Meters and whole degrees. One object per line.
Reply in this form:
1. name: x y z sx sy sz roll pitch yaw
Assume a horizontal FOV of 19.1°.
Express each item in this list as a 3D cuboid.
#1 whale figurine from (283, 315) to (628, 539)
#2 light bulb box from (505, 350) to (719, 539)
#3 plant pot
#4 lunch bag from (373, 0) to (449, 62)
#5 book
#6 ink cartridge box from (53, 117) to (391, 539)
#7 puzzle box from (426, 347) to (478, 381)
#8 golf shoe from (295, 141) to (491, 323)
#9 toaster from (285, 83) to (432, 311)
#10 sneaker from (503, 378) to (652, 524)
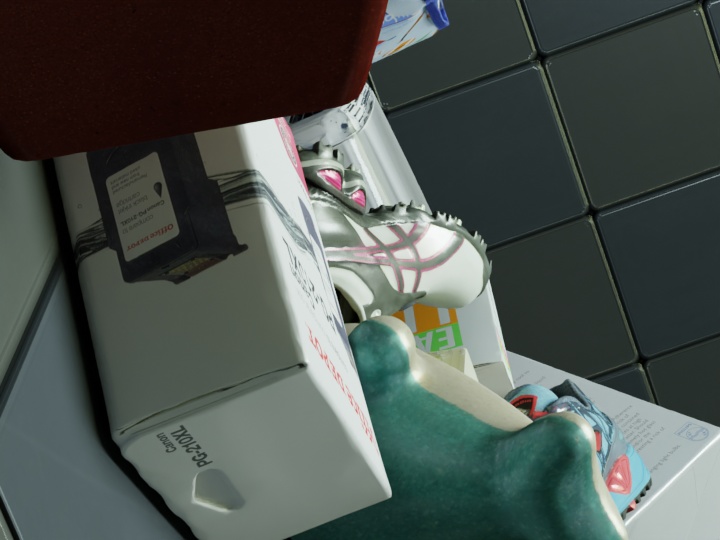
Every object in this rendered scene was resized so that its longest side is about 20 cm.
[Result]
1. whale figurine: 0.022 0.099 0.964 0.104 0.199 0.160 -39 121 -36
2. light bulb box: 0.132 0.182 1.395 0.199 0.125 0.199 19 -48 41
3. plant pot: -0.081 -0.155 0.762 0.200 0.199 0.177 -103 -177 -51
4. lunch bag: -0.036 -0.175 1.340 0.200 0.169 0.124 18 55 -82
5. book: 0.025 0.048 1.365 0.200 0.133 0.048 -97 167 -67
6. ink cartridge box: -0.062 -0.001 0.893 0.145 0.084 0.201 61 11 -59
7. puzzle box: 0.066 0.157 1.195 0.200 0.025 0.133 69 19 -46
8. golf shoe: 0.000 0.000 1.174 0.200 0.077 0.089 24 63 -49
9. toaster: -0.023 -0.040 1.323 0.200 0.113 0.130 -78 145 -72
10. sneaker: 0.098 0.115 1.187 0.096 0.079 0.200 59 17 -1
